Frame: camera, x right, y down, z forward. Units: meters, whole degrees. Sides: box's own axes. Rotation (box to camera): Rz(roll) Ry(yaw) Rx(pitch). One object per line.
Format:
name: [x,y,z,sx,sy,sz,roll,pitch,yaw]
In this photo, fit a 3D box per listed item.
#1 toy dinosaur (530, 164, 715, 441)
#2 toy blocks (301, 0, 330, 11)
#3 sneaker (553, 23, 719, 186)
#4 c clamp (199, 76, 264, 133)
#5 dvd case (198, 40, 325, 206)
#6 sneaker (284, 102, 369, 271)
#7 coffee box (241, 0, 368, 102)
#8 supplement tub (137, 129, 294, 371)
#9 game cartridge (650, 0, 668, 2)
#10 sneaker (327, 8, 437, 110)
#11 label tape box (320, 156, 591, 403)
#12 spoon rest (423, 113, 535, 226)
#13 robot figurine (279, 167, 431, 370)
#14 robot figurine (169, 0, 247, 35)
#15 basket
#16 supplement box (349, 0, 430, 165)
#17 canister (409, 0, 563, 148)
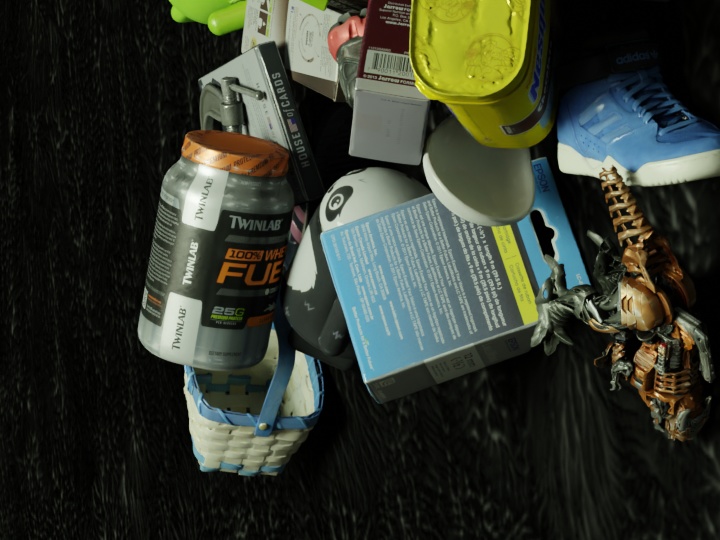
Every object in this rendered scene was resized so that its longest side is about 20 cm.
toy dinosaur: [0.207,0.023,1.454,0.136,0.102,0.200,12,101,55]
toy blocks: [0.021,-0.332,1.750,0.200,0.100,0.137,-68,-8,25]
sneaker: [0.206,-0.124,1.467,0.200,0.077,0.111,-162,64,-67]
c clamp: [-0.127,-0.096,1.912,0.171,0.027,0.200,-140,42,-59]
dvd case: [-0.096,-0.129,1.895,0.200,0.025,0.151,-10,99,69]
sneaker: [-0.045,-0.080,1.931,0.082,0.070,0.200,42,125,48]
coffee box: [-0.016,-0.214,1.834,0.200,0.113,0.080,33,119,57]
supplement tub: [-0.129,-0.019,1.807,0.123,0.122,0.200,35,119,56]
game cartridge: [0.140,-0.261,1.475,0.133,0.200,0.042,11,75,58]
sneaker: [0.066,-0.182,1.658,0.200,0.071,0.098,-14,63,24]
label tape box: [0.083,0.008,1.642,0.066,0.200,0.144,63,-171,-64]
spoon rest: [0.100,-0.106,1.608,0.061,0.099,0.200,-56,14,34]
robot figurine: [-0.001,-0.002,1.796,0.150,0.125,0.200,61,141,32]
robot figurine: [-0.136,-0.329,2.048,0.200,0.116,0.176,-36,68,55]
basket: [-0.105,0.089,1.960,0.177,0.139,0.200,-103,19,-46]
supplement box: [0.035,-0.197,1.559,0.109,0.061,0.200,97,-178,-65]
canister: [0.100,-0.178,1.481,0.200,0.086,0.149,34,-119,-75]
